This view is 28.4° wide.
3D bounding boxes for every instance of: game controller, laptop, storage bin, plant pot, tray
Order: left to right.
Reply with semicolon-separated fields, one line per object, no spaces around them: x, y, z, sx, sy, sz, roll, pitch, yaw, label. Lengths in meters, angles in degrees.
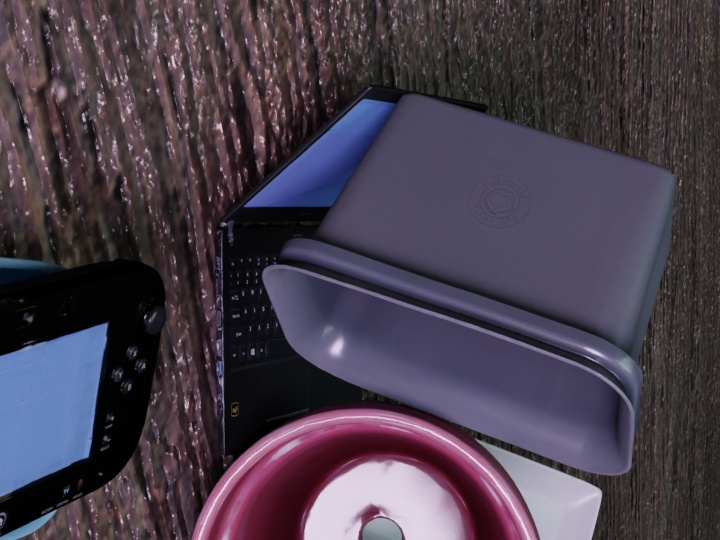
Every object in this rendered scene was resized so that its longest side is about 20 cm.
-0.142;0.057;0.557;0.200;0.042;0.106;-19;116;-61;game controller
0.000;0.000;0.842;0.177;0.102;0.203;-4;94;-63;laptop
0.011;0.174;0.843;0.179;0.198;0.202;10;90;-84;plant pot
0.076;0.177;1.025;0.022;0.198;0.108;-24;-134;66;tray
0.072;0.003;0.756;0.135;0.198;0.146;-62;159;-23;storage bin

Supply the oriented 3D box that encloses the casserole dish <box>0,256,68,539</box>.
-0.177;0.052;0.574;0.200;0.038;0.123;6;94;-64;casserole dish
